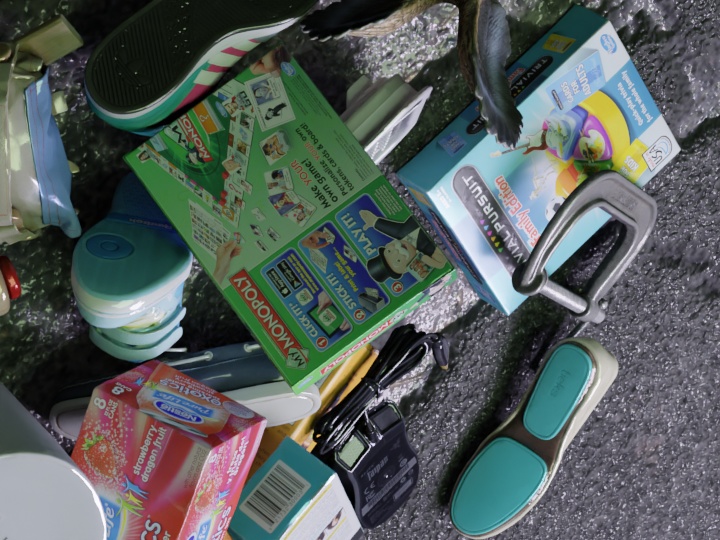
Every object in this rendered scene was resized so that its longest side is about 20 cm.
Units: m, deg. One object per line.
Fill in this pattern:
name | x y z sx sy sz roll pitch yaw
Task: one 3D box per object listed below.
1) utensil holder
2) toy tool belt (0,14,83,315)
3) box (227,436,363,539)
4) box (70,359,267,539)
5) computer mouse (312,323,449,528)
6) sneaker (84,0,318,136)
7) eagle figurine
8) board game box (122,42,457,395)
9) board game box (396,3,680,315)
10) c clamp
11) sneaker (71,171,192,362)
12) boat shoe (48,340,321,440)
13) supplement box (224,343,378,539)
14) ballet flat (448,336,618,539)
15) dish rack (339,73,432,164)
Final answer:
utensil holder | -0.282 0.152 1.626 0.170 0.200 0.170 -16 120 -28
toy tool belt | -0.227 -0.066 1.611 0.123 0.125 0.200 -19 122 -16
box | -0.050 0.194 1.834 0.082 0.049 0.200 -49 164 -11
box | -0.156 0.177 1.693 0.095 0.100 0.200 -24 138 -64
computer mouse | 0.019 0.115 1.894 0.140 0.046 0.200 -47 152 -13
sneaker | -0.106 -0.157 1.651 0.200 0.121 0.084 -34 87 -15
eagle figurine | 0.063 -0.188 1.655 0.151 0.151 0.200 48 60 -44
board game box | -0.048 -0.036 1.605 0.134 0.200 0.029 -36 164 -3
board game box | 0.144 -0.086 1.902 0.200 0.047 0.151 -44 129 -10
c clamp | 0.174 0.001 1.921 0.171 0.027 0.200 -49 153 2
sneaker | -0.158 0.024 1.672 0.079 0.200 0.131 15 115 4
boat shoe | -0.130 0.083 1.770 0.199 0.062 0.075 -8 151 -1
supplement box | -0.072 0.120 1.830 0.200 0.069 0.067 -52 164 -2
ballet flat | 0.147 0.139 1.997 0.069 0.070 0.200 21 112 -39
dish rack | -0.027 -0.073 1.726 0.044 0.200 0.172 44 84 3
